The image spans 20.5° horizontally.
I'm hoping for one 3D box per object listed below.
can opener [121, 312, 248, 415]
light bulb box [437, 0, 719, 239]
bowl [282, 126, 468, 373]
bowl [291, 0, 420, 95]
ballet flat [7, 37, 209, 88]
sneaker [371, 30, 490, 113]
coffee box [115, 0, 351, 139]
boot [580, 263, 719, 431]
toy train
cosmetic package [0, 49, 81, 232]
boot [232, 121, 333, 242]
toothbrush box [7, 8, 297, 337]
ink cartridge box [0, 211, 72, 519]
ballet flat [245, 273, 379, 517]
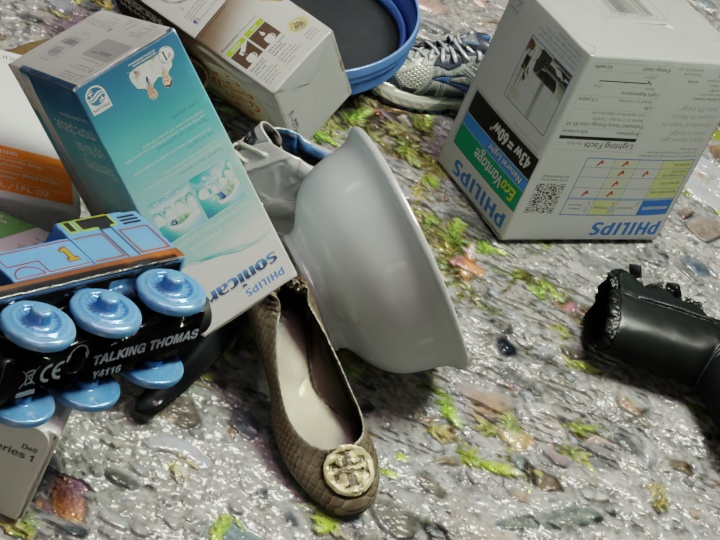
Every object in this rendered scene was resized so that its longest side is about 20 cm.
[{"bbox_3d":[-0.119,0.044,1.455,0.063,0.079,0.200,60,30,-20],"label":"can opener"},{"bbox_3d":[0.208,-0.141,1.798,0.198,0.200,0.125,-1,39,-35],"label":"light bulb box"},{"bbox_3d":[0.000,0.000,1.510,0.090,0.201,0.201,-25,47,-4],"label":"bowl"},{"bbox_3d":[-0.046,-0.232,1.848,0.200,0.039,0.201,4,45,-4],"label":"bowl"},{"bbox_3d":[-0.208,-0.160,1.648,0.200,0.072,0.068,0,84,-40],"label":"ballet flat"},{"bbox_3d":[0.087,-0.196,1.899,0.200,0.085,0.077,15,34,-16],"label":"sneaker"},{"bbox_3d":[-0.113,-0.204,1.719,0.200,0.114,0.080,36,76,20],"label":"coffee box"},{"bbox_3d":[0.271,0.077,1.653,0.162,0.073,0.198,23,25,-9],"label":"boot"},{"bbox_3d":[-0.186,0.029,1.242,0.200,0.087,0.114,-15,44,-45],"label":"toy train"},{"bbox_3d":[-0.271,-0.085,1.506,0.101,0.071,0.200,12,34,-20],"label":"cosmetic package"},{"bbox_3d":[-0.101,-0.085,1.601,0.200,0.096,0.074,19,33,-12],"label":"boot"},{"bbox_3d":[-0.145,-0.070,1.387,0.085,0.200,0.146,-34,26,-16],"label":"toothbrush box"},{"bbox_3d":[-0.251,0.051,1.313,0.145,0.084,0.200,23,32,-7],"label":"ink cartridge box"},{"bbox_3d":[-0.034,0.079,1.416,0.067,0.046,0.200,-7,63,-26],"label":"ballet flat"}]
